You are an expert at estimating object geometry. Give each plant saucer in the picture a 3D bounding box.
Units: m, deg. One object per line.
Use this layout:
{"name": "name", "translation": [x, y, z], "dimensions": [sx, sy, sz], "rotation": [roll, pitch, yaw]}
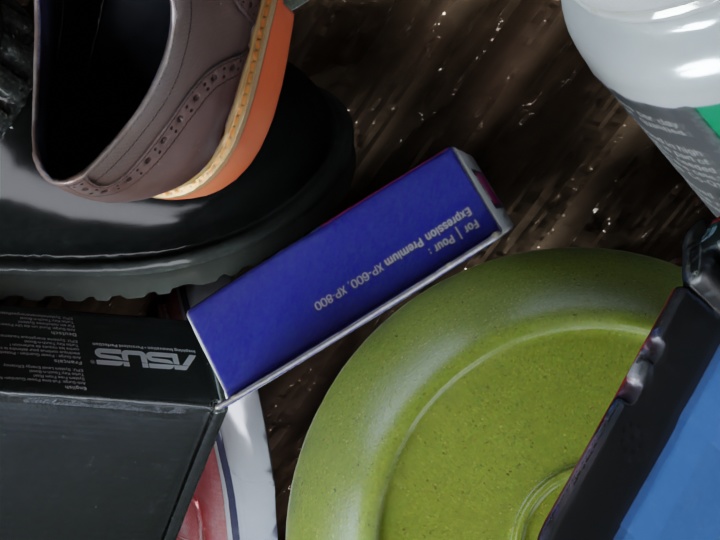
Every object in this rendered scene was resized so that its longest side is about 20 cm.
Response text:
{"name": "plant saucer", "translation": [0.075, 0.091, 0.811], "dimensions": [0.199, 0.201, 0.031], "rotation": [-9, 177, -6]}

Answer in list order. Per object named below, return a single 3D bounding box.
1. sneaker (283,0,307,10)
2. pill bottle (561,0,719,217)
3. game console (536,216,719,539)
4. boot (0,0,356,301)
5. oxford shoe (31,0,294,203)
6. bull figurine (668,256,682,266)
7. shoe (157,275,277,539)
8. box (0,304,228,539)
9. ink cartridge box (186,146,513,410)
{"name": "sneaker", "translation": [0.030, -0.142, 0.695], "dimensions": [0.200, 0.080, 0.074], "rotation": [-37, 132, 21]}
{"name": "pill bottle", "translation": [0.132, -0.078, 0.766], "dimensions": [0.113, 0.113, 0.200], "rotation": [-31, 136, 17]}
{"name": "game console", "translation": [0.180, 0.072, 0.755], "dimensions": [0.172, 0.119, 0.200], "rotation": [-26, 128, 34]}
{"name": "boot", "translation": [-0.106, -0.066, 0.736], "dimensions": [0.210, 0.080, 0.158], "rotation": [-9, 138, -6]}
{"name": "oxford shoe", "translation": [-0.046, -0.114, 0.650], "dimensions": [0.071, 0.072, 0.201], "rotation": [13, 102, 24]}
{"name": "bull figurine", "translation": [0.181, 0.018, 0.880], "dimensions": [0.121, 0.199, 0.065], "rotation": [-21, 110, -47]}
{"name": "shoe", "translation": [-0.079, 0.081, 0.910], "dimensions": [0.090, 0.072, 0.201], "rotation": [-8, 138, -6]}
{"name": "box", "translation": [-0.164, 0.090, 0.803], "dimensions": [0.199, 0.048, 0.194], "rotation": [6, 133, -22]}
{"name": "ink cartridge box", "translation": [0.000, 0.000, 0.772], "dimensions": [0.094, 0.037, 0.200], "rotation": [-32, -179, 5]}
